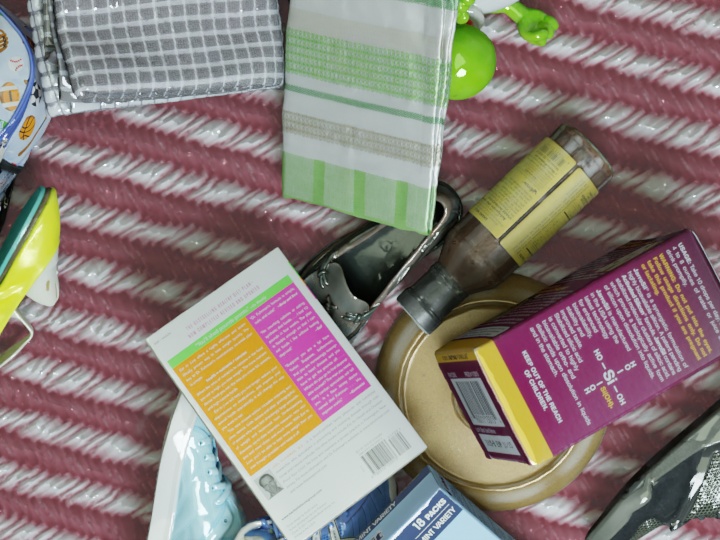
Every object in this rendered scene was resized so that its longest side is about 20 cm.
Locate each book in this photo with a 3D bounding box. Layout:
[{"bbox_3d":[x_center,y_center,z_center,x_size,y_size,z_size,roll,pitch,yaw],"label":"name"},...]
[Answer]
[{"bbox_3d":[-0.059,0.100,1.378,0.133,0.048,0.200,-35,82,-8],"label":"book"}]

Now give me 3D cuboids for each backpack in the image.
[{"bbox_3d":[-0.345,-0.140,1.402,0.200,0.154,0.191,36,86,4],"label":"backpack"}]

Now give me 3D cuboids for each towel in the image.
[{"bbox_3d":[0.005,-0.139,1.366,0.149,0.031,0.201,18,115,29],"label":"towel"},{"bbox_3d":[-0.161,-0.214,1.371,0.199,0.085,0.167,-9,96,-26],"label":"towel"}]

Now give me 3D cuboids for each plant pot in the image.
[{"bbox_3d":[0.109,0.102,1.436,0.199,0.027,0.201,0,95,5],"label":"plant pot"}]

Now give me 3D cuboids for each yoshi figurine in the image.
[{"bbox_3d":[0.105,-0.211,1.377,0.112,0.112,0.200,39,99,-5],"label":"yoshi figurine"}]

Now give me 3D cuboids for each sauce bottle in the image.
[{"bbox_3d":[0.113,-0.031,1.401,0.200,0.065,0.065,-42,90,1],"label":"sauce bottle"}]

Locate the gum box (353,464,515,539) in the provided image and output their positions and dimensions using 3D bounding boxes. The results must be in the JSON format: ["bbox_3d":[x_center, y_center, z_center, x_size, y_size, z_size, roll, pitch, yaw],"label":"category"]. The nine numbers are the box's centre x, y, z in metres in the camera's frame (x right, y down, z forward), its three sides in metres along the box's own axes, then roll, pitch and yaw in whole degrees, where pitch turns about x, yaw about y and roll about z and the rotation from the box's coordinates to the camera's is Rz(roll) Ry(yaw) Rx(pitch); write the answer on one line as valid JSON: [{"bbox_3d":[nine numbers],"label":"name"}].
[{"bbox_3d":[0.067,0.281,1.406,0.170,0.045,0.200,-45,113,6],"label":"gum box"}]

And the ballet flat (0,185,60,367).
[{"bbox_3d":[-0.292,0.023,1.452,0.067,0.067,0.200,33,99,-19],"label":"ballet flat"}]

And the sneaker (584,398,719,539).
[{"bbox_3d":[0.280,0.187,1.403,0.199,0.076,0.114,-39,84,1],"label":"sneaker"}]

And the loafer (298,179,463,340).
[{"bbox_3d":[0.000,0.000,1.419,0.200,0.063,0.072,-44,90,6],"label":"loafer"}]

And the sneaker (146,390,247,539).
[{"bbox_3d":[-0.130,0.184,1.445,0.081,0.074,0.201,10,103,-4],"label":"sneaker"}]

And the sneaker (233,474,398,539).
[{"bbox_3d":[-0.049,0.225,1.409,0.200,0.077,0.076,-41,56,-14],"label":"sneaker"}]

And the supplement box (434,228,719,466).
[{"bbox_3d":[0.176,0.060,1.350,0.199,0.131,0.104,-28,92,-11],"label":"supplement box"}]

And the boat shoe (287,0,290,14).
[{"bbox_3d":[0.024,-0.244,1.376,0.199,0.075,0.062,-27,99,25],"label":"boat shoe"}]
